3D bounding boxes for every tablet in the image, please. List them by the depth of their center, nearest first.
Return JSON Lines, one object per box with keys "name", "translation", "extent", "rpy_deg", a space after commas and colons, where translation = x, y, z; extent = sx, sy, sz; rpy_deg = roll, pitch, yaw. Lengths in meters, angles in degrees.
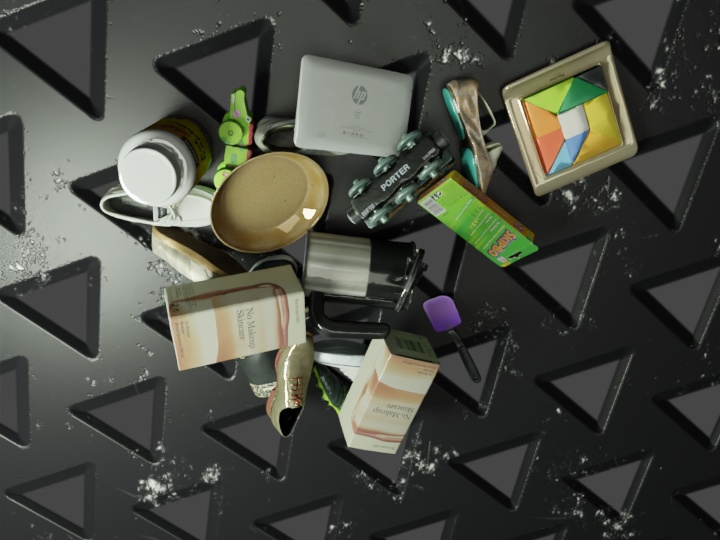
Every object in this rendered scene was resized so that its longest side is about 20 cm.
{"name": "tablet", "translation": [-0.007, -0.246, 0.931], "extent": [0.198, 0.014, 0.132], "rpy_deg": [-1, 105, -34]}

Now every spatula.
{"name": "spatula", "translation": [0.182, 0.134, 1.141], "extent": [0.056, 0.021, 0.201], "rpy_deg": [-22, 114, 19]}

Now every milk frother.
{"name": "milk frother", "translation": [0.000, 0.000, 0.975], "extent": [0.185, 0.182, 0.201], "rpy_deg": [6, 145, -6]}

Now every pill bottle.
{"name": "pill bottle", "translation": [-0.288, -0.161, 0.904], "extent": [0.108, 0.200, 0.111], "rpy_deg": [-1, 112, -3]}

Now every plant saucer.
{"name": "plant saucer", "translation": [-0.148, -0.115, 0.980], "extent": [0.198, 0.036, 0.201], "rpy_deg": [-19, 141, -16]}

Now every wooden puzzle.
{"name": "wooden puzzle", "translation": [0.346, -0.241, 0.995], "extent": [0.183, 0.037, 0.202], "rpy_deg": [-23, 111, 6]}

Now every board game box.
{"name": "board game box", "translation": [0.200, -0.082, 1.027], "extent": [0.199, 0.030, 0.095], "rpy_deg": [37, 146, -14]}

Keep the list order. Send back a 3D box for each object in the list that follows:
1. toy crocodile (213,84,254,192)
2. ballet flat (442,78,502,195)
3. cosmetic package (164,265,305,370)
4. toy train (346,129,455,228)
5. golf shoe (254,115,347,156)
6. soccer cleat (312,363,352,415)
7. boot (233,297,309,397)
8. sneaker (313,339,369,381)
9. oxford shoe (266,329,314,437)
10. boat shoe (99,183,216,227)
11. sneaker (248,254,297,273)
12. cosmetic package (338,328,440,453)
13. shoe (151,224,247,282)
{"name": "toy crocodile", "translation": [-0.195, -0.190, 0.971], "extent": [0.061, 0.068, 0.202], "rpy_deg": [7, 113, -10]}
{"name": "ballet flat", "translation": [0.191, -0.212, 0.985], "extent": [0.067, 0.068, 0.202], "rpy_deg": [-20, 113, -3]}
{"name": "cosmetic package", "translation": [-0.190, 0.070, 0.939], "extent": [0.198, 0.087, 0.104], "rpy_deg": [-12, 124, -17]}
{"name": "toy train", "translation": [0.066, -0.143, 0.978], "extent": [0.200, 0.114, 0.086], "rpy_deg": [-41, 79, 15]}
{"name": "golf shoe", "translation": [-0.067, -0.208, 0.955], "extent": [0.197, 0.097, 0.079], "rpy_deg": [-8, 110, -2]}
{"name": "soccer cleat", "translation": [-0.021, 0.241, 1.156], "extent": [0.081, 0.068, 0.201], "rpy_deg": [-32, 116, -1]}
{"name": "boot", "translation": [-0.140, 0.132, 1.102], "extent": [0.201, 0.074, 0.155], "rpy_deg": [-23, 117, 3]}
{"name": "sneaker", "translation": [0.000, 0.177, 1.121], "extent": [0.197, 0.073, 0.072], "rpy_deg": [9, 107, -7]}
{"name": "oxford shoe", "translation": [-0.112, 0.198, 1.062], "extent": [0.070, 0.075, 0.202], "rpy_deg": [0, 119, -26]}
{"name": "boat shoe", "translation": [-0.320, -0.100, 0.995], "extent": [0.197, 0.065, 0.075], "rpy_deg": [0, 111, -1]}
{"name": "sneaker", "translation": [-0.195, 0.050, 1.041], "extent": [0.198, 0.109, 0.071], "rpy_deg": [-28, 111, 8]}
{"name": "cosmetic package", "translation": [0.047, 0.211, 1.066], "extent": [0.102, 0.087, 0.202], "rpy_deg": [13, 115, -21]}
{"name": "shoe", "translation": [-0.267, -0.012, 1.018], "extent": [0.199, 0.070, 0.054], "rpy_deg": [31, 110, 12]}
